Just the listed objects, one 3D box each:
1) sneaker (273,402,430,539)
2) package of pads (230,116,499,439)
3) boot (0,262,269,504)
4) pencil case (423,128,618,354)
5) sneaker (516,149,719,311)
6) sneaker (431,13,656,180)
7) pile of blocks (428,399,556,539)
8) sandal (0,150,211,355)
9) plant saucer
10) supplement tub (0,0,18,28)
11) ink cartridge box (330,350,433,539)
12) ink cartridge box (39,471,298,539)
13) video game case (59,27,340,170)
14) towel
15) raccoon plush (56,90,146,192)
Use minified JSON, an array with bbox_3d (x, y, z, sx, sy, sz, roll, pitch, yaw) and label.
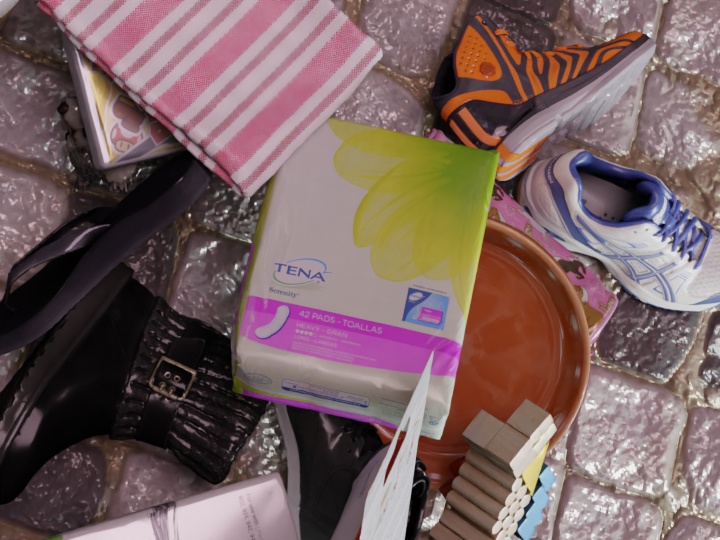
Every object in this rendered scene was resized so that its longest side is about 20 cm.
[{"bbox_3d":[-0.002,0.110,1.604,0.071,0.099,0.201,-17,104,-60],"label":"sneaker"},{"bbox_3d":[0.000,0.000,1.564,0.154,0.068,0.201,13,65,1],"label":"package of pads"},{"bbox_3d":[-0.161,0.107,1.581,0.158,0.079,0.212,38,67,-8],"label":"boot"},{"bbox_3d":[0.099,-0.012,1.705,0.200,0.083,0.087,42,65,-8],"label":"pencil case"},{"bbox_3d":[0.216,-0.029,1.750,0.199,0.088,0.076,22,69,-16],"label":"sneaker"},{"bbox_3d":[0.133,-0.157,1.756,0.112,0.078,0.200,47,50,13],"label":"sneaker"},{"bbox_3d":[0.086,0.175,1.645,0.082,0.062,0.201,-2,117,-50],"label":"pile of blocks"},{"bbox_3d":[-0.188,-0.019,1.572,0.200,0.076,0.043,-40,111,6],"label":"sandal"},{"bbox_3d":[0.064,0.056,1.656,0.199,0.032,0.201,1,102,6],"label":"plant saucer"},{"bbox_3d":[-0.293,-0.209,1.539,0.144,0.200,0.146,5,76,-19],"label":"supplement tub"},{"bbox_3d":[-0.005,0.168,1.467,0.057,0.201,0.163,10,35,12],"label":"ink cartridge box"},{"bbox_3d":[-0.151,0.204,1.526,0.199,0.145,0.084,-14,84,-23],"label":"ink cartridge box"},{"bbox_3d":[-0.119,-0.185,1.589,0.181,0.023,0.201,-15,93,-23],"label":"video game case"},{"bbox_3d":[-0.099,-0.163,1.550,0.200,0.030,0.146,43,72,-3],"label":"towel"},{"bbox_3d":[-0.119,-0.109,1.646,0.199,0.097,0.135,9,82,-19],"label":"raccoon plush"}]
